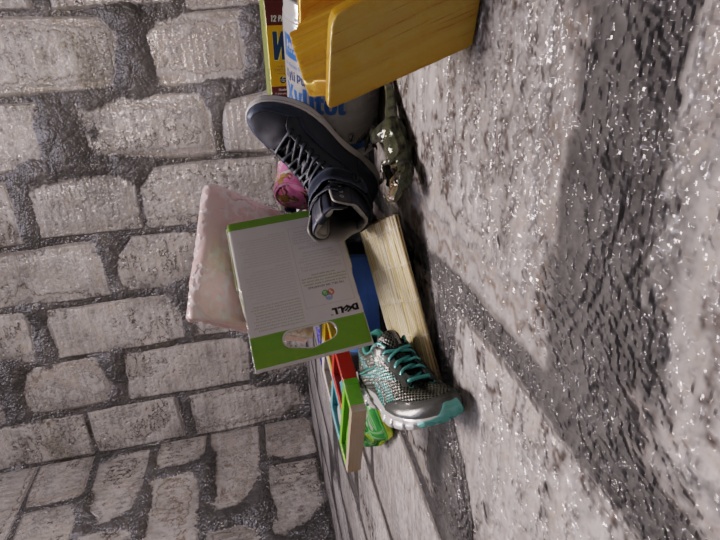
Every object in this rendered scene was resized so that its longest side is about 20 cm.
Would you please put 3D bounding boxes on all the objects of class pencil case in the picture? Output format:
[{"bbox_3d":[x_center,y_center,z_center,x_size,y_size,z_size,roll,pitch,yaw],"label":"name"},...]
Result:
[{"bbox_3d":[-0.082,-0.192,0.838,0.087,0.080,0.205,100,176,-66],"label":"pencil case"}]

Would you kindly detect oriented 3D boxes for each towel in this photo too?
[{"bbox_3d":[-0.149,-0.008,0.768,0.032,0.188,0.205,-31,51,46],"label":"towel"}]

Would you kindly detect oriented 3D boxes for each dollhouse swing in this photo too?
[{"bbox_3d":[-0.001,-0.284,0.437,0.202,0.178,0.178,-108,-6,-46],"label":"dollhouse swing"}]

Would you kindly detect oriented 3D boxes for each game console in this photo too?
[{"bbox_3d":[0.004,0.064,0.742,0.176,0.113,0.206,-137,41,-74],"label":"game console"}]

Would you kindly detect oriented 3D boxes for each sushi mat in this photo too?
[{"bbox_3d":[0.045,0.037,0.647,0.095,0.012,0.205,-19,86,66],"label":"sushi mat"}]

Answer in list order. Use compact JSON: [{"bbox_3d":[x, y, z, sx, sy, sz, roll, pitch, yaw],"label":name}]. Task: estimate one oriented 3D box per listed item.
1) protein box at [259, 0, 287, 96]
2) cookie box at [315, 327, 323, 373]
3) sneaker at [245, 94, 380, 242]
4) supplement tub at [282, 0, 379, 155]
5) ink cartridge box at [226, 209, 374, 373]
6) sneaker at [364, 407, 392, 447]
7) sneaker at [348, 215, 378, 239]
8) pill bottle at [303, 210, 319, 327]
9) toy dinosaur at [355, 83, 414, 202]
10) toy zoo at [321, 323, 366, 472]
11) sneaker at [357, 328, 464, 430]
[{"bbox_3d":[-0.127,-0.445,1.072,0.201,0.131,0.203,-114,21,-60],"label":"protein box"},{"bbox_3d":[-0.072,0.133,1.319,0.172,0.073,0.205,106,155,-64],"label":"cookie box"},{"bbox_3d":[-0.063,-0.122,0.648,0.077,0.200,0.148,-47,20,36],"label":"sneaker"},{"bbox_3d":[-0.036,-0.262,0.706,0.134,0.128,0.203,-108,14,-45],"label":"supplement tub"},{"bbox_3d":[-0.079,0.031,0.667,0.076,0.144,0.204,99,157,-59],"label":"ink cartridge box"},{"bbox_3d":[0.010,0.274,0.939,0.202,0.081,0.076,100,160,-56],"label":"sneaker"},{"bbox_3d":[0.000,0.000,0.851,0.105,0.074,0.204,-9,109,48],"label":"sneaker"},{"bbox_3d":[-0.059,-0.006,0.948,0.113,0.110,0.206,117,158,-72],"label":"pill bottle"},{"bbox_3d":[0.032,-0.159,0.646,0.088,0.046,0.205,124,141,-60],"label":"toy dinosaur"},{"bbox_3d":[-0.029,0.144,0.715,0.202,0.020,0.133,-110,19,-46],"label":"toy zoo"},{"bbox_3d":[0.042,0.115,0.599,0.199,0.076,0.094,2,102,63],"label":"sneaker"}]
